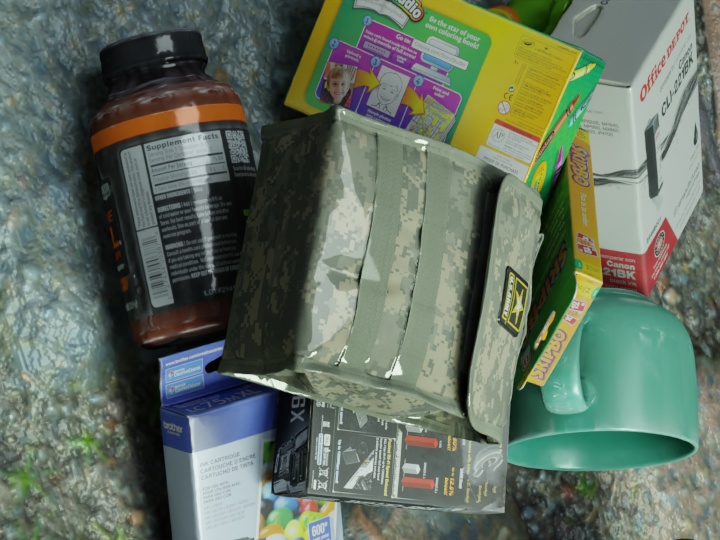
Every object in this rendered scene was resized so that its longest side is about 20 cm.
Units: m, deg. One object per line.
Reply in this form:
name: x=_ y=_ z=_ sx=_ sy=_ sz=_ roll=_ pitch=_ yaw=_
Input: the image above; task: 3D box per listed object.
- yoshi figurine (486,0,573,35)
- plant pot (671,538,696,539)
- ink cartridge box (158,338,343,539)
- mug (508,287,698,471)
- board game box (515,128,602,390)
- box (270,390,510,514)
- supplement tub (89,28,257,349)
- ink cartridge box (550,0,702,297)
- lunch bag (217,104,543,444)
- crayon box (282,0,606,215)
yoshi figurine: x=0.113 y=-0.170 z=1.457 sx=0.200 sy=0.112 sz=0.113 roll=-4 pitch=120 yaw=-64
plant pot: x=0.152 y=0.286 z=1.355 sx=0.198 sy=0.187 sz=0.189 roll=3 pitch=77 yaw=-25
ink cartridge box: x=-0.070 y=0.143 z=1.263 sx=0.119 sy=0.042 sz=0.202 roll=-14 pitch=103 yaw=-37
mug: x=0.178 y=0.075 z=1.405 sx=0.151 sy=0.185 sz=0.116 roll=4 pitch=72 yaw=-13
board game box: x=0.133 y=-0.009 z=1.317 sx=0.030 sy=0.096 sz=0.201 roll=20 pitch=35 yaw=-8
box: x=0.026 y=0.055 z=1.265 sx=0.157 sy=0.050 sz=0.202 roll=9 pitch=80 yaw=-31
supplement tub: x=-0.119 y=-0.055 z=1.266 sx=0.106 sy=0.107 sz=0.202 roll=-9 pitch=84 yaw=-37
ink cartridge box: x=0.199 y=-0.105 z=1.454 sx=0.145 sy=0.083 sz=0.201 roll=-55 pitch=145 yaw=-41
lunch bag: x=0.030 y=0.009 z=1.178 sx=0.199 sy=0.117 sz=0.166 roll=17 pitch=77 yaw=-31
crayon box: x=0.057 y=-0.132 z=1.338 sx=0.058 sy=0.199 sz=0.120 roll=6 pitch=109 yaw=-66
